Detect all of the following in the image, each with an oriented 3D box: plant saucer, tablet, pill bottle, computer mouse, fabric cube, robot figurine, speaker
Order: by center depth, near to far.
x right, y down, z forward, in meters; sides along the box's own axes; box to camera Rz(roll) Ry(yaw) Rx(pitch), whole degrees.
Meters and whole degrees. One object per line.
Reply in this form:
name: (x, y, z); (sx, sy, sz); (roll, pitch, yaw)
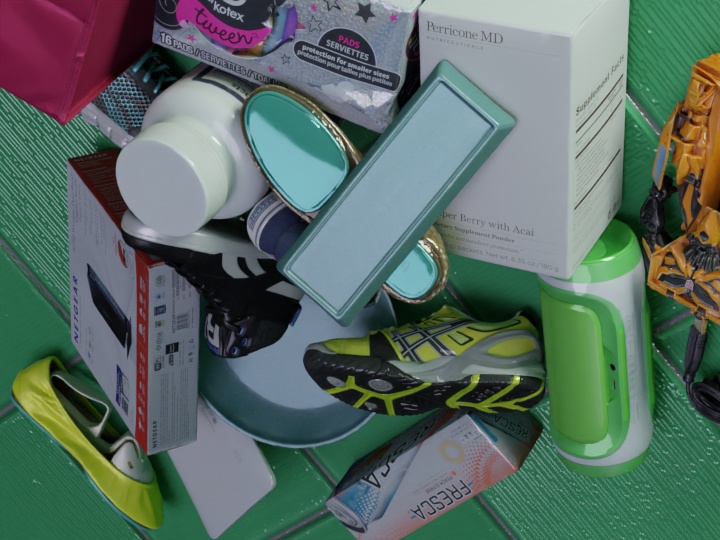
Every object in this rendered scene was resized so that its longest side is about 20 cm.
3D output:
plant saucer: (0.021, -0.051, 1.413); (0.070, 0.019, 0.200); (41, 110, 5)
robot figurine: (0.264, -0.047, 1.443); (0.145, 0.058, 0.200); (30, 126, 32)
computer mouse: (0.319, 0.048, 1.509); (0.140, 0.046, 0.200); (30, 130, 32)
fabric cube: (-0.238, -0.269, 1.509); (0.199, 0.196, 0.200); (30, 129, 7)
pill bottle: (-0.098, -0.108, 1.529); (0.111, 0.200, 0.111); (17, 128, 24)
speaker: (0.185, 0.061, 1.561); (0.088, 0.088, 0.200); (8, 124, 25)
plant saucer: (-0.058, 0.051, 1.696); (0.199, 0.036, 0.201); (5, 107, 16)
tablet: (-0.150, 0.131, 1.783); (0.130, 0.014, 0.200); (-45, 68, 48)

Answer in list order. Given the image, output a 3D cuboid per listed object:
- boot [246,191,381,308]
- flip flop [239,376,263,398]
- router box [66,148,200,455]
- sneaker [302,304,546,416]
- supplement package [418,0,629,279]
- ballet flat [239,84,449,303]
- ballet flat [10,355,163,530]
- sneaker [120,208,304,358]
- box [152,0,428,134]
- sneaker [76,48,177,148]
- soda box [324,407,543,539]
boot: (0.000, 0.000, 1.549); (0.090, 0.200, 0.073); (48, 112, 34)
flip flop: (-0.088, 0.117, 1.769); (0.200, 0.058, 0.081); (5, 122, 30)
router box: (-0.197, 0.026, 1.715); (0.180, 0.049, 0.200); (48, 143, 45)
sneaker: (0.053, 0.071, 1.628); (0.199, 0.077, 0.075); (3, 150, 8)
supplement package: (0.120, -0.117, 1.456); (0.121, 0.120, 0.200); (13, 126, 24)
ballet flat: (-0.011, -0.056, 1.465); (0.070, 0.065, 0.200); (-41, 89, 16)
ballet flat: (-0.246, 0.160, 1.890); (0.200, 0.067, 0.067); (46, 110, -2)
sneaker: (-0.116, 0.015, 1.580); (0.073, 0.200, 0.112); (32, 107, 44)
box: (-0.035, -0.207, 1.475); (0.200, 0.132, 0.115); (22, 130, 15)
sneaker: (-0.189, -0.157, 1.638); (0.200, 0.078, 0.091); (25, 125, 11)
soda box: (0.061, 0.169, 1.717); (0.068, 0.064, 0.200); (48, 130, -7)
